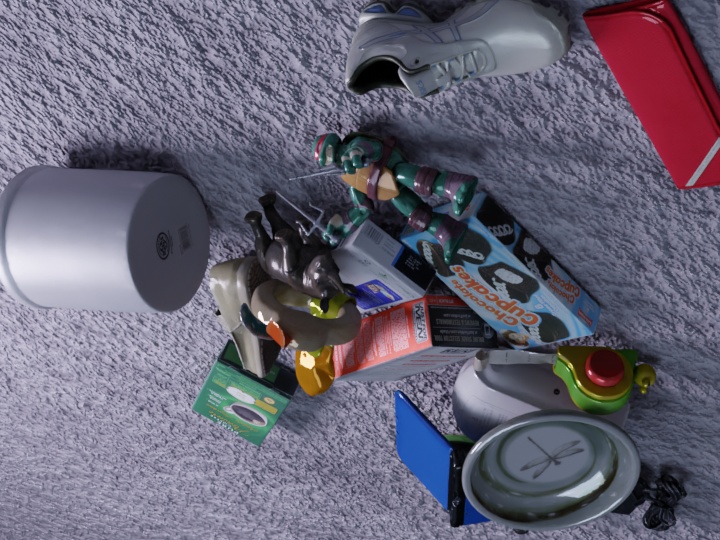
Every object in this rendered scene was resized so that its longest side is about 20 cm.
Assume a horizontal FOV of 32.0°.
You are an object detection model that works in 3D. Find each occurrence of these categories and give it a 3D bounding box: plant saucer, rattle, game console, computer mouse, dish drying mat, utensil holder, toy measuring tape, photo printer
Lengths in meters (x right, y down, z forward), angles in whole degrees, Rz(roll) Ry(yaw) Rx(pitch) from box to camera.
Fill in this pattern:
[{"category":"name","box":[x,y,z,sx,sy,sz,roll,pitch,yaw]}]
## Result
[{"category":"plant saucer","box":[0.209,0.211,1.399,0.197,0.051,0.202,-1,132,-1]},{"category":"rattle","box":[-0.082,0.090,1.358,0.129,0.200,0.144,33,112,-1]},{"category":"game console","box":[0.135,0.225,1.547,0.168,0.120,0.201,-9,149,-3]},{"category":"computer mouse","box":[0.307,0.271,1.595,0.197,0.053,0.139,8,148,8]},{"category":"dish drying mat","box":[0.258,-0.142,1.039,0.076,0.018,0.200,-4,138,41]},{"category":"utensil holder","box":[-0.299,-0.035,1.461,0.197,0.171,0.171,4,143,30]},{"category":"toy measuring tape","box":[0.222,0.120,1.356,0.196,0.074,0.074,1,147,-1]},{"category":"photo printer","box":[0.205,0.170,1.492,0.197,0.070,0.167,21,150,9]}]

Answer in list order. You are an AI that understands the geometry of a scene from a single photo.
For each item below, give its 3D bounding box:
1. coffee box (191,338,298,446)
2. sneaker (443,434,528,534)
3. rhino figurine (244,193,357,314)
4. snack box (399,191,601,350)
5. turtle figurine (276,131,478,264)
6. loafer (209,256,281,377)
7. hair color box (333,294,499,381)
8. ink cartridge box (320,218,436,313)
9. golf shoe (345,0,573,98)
[{"category":"coffee box","box":[-0.166,0.177,1.799,0.122,0.044,0.200,28,149,-2]},{"category":"sneaker","box":[0.164,0.285,1.680,0.199,0.084,0.077,32,148,-11]},{"category":"rhino figurine","box":[-0.060,-0.012,1.338,0.200,0.059,0.088,33,146,55]},{"category":"snack box","box":[0.147,0.005,1.320,0.200,0.037,0.115,42,147,-24]},{"category":"turtle figurine","box":[0.012,-0.086,1.223,0.198,0.102,0.150,22,155,13]},{"category":"loafer","box":[-0.143,0.053,1.576,0.067,0.076,0.202,14,138,20]},{"category":"hair color box","box":[0.056,0.080,1.438,0.100,0.062,0.199,4,164,-35]},{"category":"ink cartridge box","box":[0.000,0.000,1.395,0.099,0.040,0.200,36,160,-15]},{"category":"golf shoe","box":[0.078,-0.174,1.048,0.197,0.098,0.079,3,141,31]}]
